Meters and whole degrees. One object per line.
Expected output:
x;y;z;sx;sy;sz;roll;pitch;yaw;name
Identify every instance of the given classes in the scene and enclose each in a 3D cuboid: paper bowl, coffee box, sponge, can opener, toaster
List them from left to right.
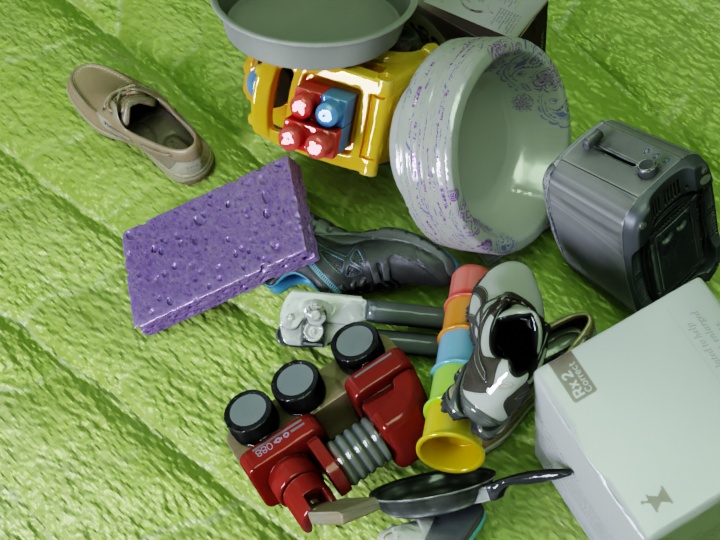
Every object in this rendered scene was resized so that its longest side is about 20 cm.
-0.141;-0.024;1.339;0.199;0.030;0.112;-24;60;18;sponge
0.019;0.053;1.299;0.199;0.066;0.053;5;84;1;can opener
0.090;-0.261;1.409;0.200;0.113;0.080;32;69;21;coffee box
0.105;-0.118;1.286;0.104;0.201;0.201;7;62;39;paper bowl
0.250;-0.045;1.258;0.114;0.200;0.129;-40;49;-13;toaster

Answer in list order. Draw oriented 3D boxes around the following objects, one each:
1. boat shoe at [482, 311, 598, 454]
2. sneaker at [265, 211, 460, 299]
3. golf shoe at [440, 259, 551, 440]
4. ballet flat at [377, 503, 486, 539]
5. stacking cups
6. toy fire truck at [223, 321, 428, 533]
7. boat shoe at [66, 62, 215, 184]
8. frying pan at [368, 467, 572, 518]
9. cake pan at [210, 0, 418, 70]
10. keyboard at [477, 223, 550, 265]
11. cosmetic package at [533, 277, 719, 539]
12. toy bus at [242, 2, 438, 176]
0.133;0.100;1.250;0.200;0.076;0.072;-39;67;-11;boat shoe
0.000;0.000;1.326;0.199;0.073;0.082;9;71;22;sneaker
0.134;0.051;1.162;0.078;0.095;0.200;28;43;-9;golf shoe
0.031;0.267;1.183;0.073;0.073;0.200;32;74;20;ballet flat
0.095;0.082;1.215;0.060;0.061;0.201;6;49;10;stacking cups
-0.008;0.156;1.183;0.176;0.129;0.200;-32;47;-9;toy fire truck
-0.234;-0.168;1.434;0.200;0.065;0.071;33;73;20;boat shoe
0.100;0.188;1.192;0.189;0.115;0.031;-10;92;16;frying pan
-0.044;-0.252;1.310;0.199;0.037;0.201;1;39;-1;cake pan
0.193;-0.078;1.366;0.200;0.011;0.056;-32;65;-8;keyboard
0.254;0.146;1.144;0.165;0.200;0.165;-29;65;-7;cosmetic package
-0.044;-0.168;1.327;0.199;0.136;0.192;20;29;17;toy bus
